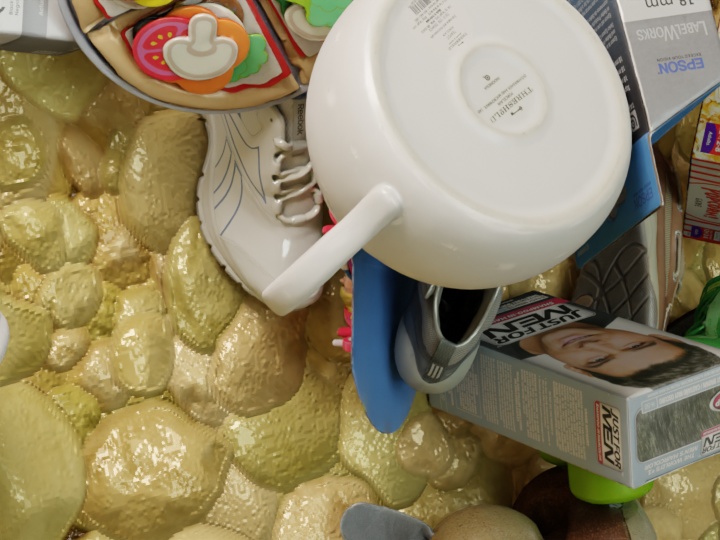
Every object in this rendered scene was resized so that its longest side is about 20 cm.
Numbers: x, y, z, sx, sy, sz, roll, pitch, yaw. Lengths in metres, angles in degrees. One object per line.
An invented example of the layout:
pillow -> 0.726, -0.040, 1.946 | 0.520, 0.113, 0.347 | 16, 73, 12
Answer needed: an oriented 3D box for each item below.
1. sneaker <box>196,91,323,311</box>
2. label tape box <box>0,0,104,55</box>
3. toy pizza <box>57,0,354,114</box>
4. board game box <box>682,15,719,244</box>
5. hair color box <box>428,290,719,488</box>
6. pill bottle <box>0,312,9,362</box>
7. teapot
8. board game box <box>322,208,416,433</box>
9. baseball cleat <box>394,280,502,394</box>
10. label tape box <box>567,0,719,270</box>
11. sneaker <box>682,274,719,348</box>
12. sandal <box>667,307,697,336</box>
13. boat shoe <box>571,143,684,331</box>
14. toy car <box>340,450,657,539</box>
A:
sneaker -> -0.056, -0.072, 1.259 | 0.074, 0.087, 0.202 | -19, 100, -33
label tape box -> -0.239, -0.202, 1.151 | 0.199, 0.066, 0.145 | 3, 88, -35
toy pizza -> -0.070, -0.169, 1.148 | 0.198, 0.032, 0.202 | -8, 126, -10
board game box -> 0.264, -0.136, 1.433 | 0.046, 0.152, 0.202 | 11, 73, 10
hair color box -> 0.139, 0.071, 1.314 | 0.098, 0.199, 0.061 | -16, 111, -32
pill bottle -> -0.287, -0.003, 1.086 | 0.116, 0.115, 0.200 | -49, 113, -24
teapot -> 0.043, -0.066, 1.166 | 0.198, 0.146, 0.199 | 8, 63, -26
board game box -> 0.000, 0.000, 1.292 | 0.158, 0.039, 0.202 | 7, 82, -74
baseball cleat -> 0.073, -0.019, 1.304 | 0.069, 0.107, 0.201 | 18, 56, -10
label tape box -> 0.157, -0.118, 1.234 | 0.063, 0.144, 0.202 | -9, 78, -16
sneaker -> 0.244, 0.047, 1.409 | 0.199, 0.074, 0.084 | -9, 73, -54
sandal -> 0.224, 0.069, 1.477 | 0.199, 0.043, 0.077 | -14, 90, -24
boat shoe -> 0.192, 0.002, 1.425 | 0.071, 0.075, 0.202 | 16, 73, -41
toy car -> 0.087, 0.191, 1.344 | 0.198, 0.158, 0.166 | -8, 102, -8
